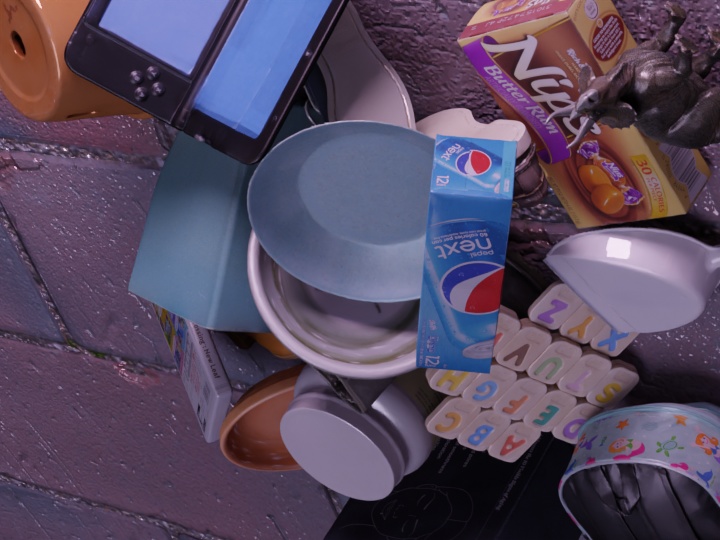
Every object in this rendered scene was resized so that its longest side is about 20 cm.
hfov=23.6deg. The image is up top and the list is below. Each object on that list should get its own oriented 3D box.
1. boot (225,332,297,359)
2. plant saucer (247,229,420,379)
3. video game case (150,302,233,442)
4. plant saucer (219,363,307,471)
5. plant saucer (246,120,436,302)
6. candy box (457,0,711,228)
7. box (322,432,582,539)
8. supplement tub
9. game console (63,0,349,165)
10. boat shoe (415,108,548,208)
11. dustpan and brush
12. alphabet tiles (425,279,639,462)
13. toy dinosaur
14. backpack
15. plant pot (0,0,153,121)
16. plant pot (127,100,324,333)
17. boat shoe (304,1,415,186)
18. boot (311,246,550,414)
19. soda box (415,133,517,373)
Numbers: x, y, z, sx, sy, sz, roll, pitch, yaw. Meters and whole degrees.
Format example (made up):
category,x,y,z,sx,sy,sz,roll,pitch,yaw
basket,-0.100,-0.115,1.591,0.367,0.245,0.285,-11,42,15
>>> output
category,x,y,z,sx,sy,sz,roll,pitch,yaw
boot,-0.110,0.017,1.768,0.201,0.071,0.144,-4,128,48
plant saucer,0.000,0.000,1.488,0.200,0.200,0.050,35,162,2
video game case,-0.180,0.074,1.815,0.200,0.022,0.182,111,137,-70
plant saucer,-0.053,0.149,1.812,0.200,0.200,0.038,112,146,-54
plant saucer,0.010,-0.056,1.392,0.201,0.039,0.201,5,137,5
candy box,0.179,-0.130,1.366,0.117,0.056,0.200,-6,128,47
box,0.101,0.258,1.751,0.196,0.200,0.124,2,134,40
supplement tub,0.026,0.104,1.637,0.145,0.200,0.145,23,143,19
game console,-0.117,-0.211,1.375,0.176,0.200,0.116,28,180,-12
boat shoe,0.090,-0.091,1.430,0.060,0.072,0.200,57,164,-21
dustpan and brush,0.272,-0.002,1.436,0.200,0.057,0.140,-1,149,43
alphabet tiles,0.158,0.096,1.551,0.200,0.015,0.196,24,119,-36
toy dinosaur,0.235,-0.132,1.287,0.200,0.077,0.102,14,130,-33
backpack,0.286,0.206,1.576,0.177,0.151,0.200,-15,128,43
plant pot,-0.241,-0.214,1.499,0.200,0.140,0.200,33,136,39
plant pot,-0.098,-0.058,1.548,0.141,0.141,0.200,22,104,49
boat shoe,-0.014,-0.155,1.446,0.200,0.075,0.062,60,164,10
boot,0.060,0.049,1.542,0.182,0.200,0.073,39,156,0
soda box,0.081,-0.009,1.350,0.064,0.068,0.200,5,136,3
